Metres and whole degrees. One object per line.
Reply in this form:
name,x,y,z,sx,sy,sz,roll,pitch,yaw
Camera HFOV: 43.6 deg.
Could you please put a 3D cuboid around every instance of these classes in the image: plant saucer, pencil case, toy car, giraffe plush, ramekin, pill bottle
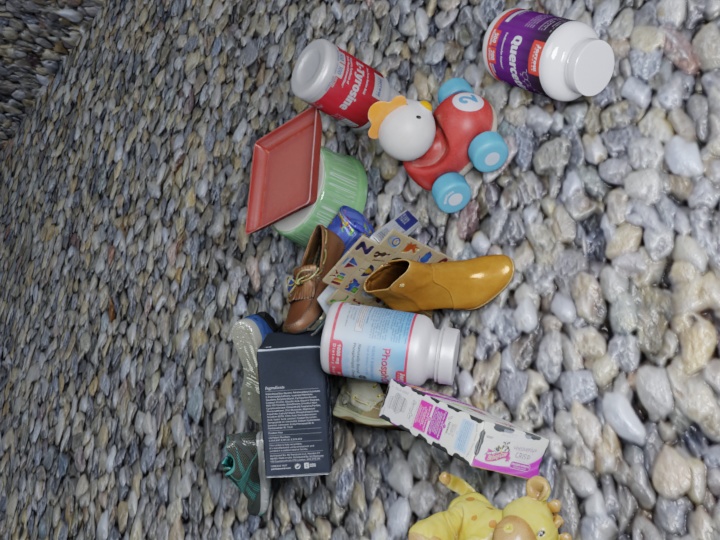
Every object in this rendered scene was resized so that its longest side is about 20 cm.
plant saucer,-0.137,-0.180,1.678,0.198,0.036,0.204,-21,58,44
pencil case,-0.055,-0.017,1.623,0.201,0.077,0.087,-55,26,17
toy car,0.103,-0.228,1.431,0.177,0.198,0.186,-47,42,25
giraffe plush,0.177,0.344,1.127,0.160,0.174,0.201,-14,28,35
ramekin,-0.086,-0.138,1.704,0.198,0.097,0.204,-26,54,42
pill bottle,0.277,-0.318,1.331,0.199,0.111,0.114,36,101,52
pill bottle,-0.019,-0.325,1.629,0.111,0.198,0.114,-25,55,42
pill bottle,0.046,0.114,1.344,0.196,0.109,0.111,8,75,12

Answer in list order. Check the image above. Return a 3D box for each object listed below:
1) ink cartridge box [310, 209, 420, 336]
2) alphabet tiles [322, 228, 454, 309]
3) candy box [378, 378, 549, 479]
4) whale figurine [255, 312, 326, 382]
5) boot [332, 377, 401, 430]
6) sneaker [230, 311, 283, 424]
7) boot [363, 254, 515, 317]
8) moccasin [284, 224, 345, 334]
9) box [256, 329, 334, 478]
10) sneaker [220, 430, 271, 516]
ink cartridge box,0.000,0.000,1.477,0.200,0.041,0.199,-49,-4,23
alphabet tiles,0.046,0.016,1.383,0.167,0.198,0.006,-47,39,25
candy box,0.137,0.215,1.226,0.199,0.135,0.062,16,86,53
whale figurine,-0.094,0.143,1.590,0.200,0.104,0.159,-46,0,-3
boot,0.033,0.169,1.426,0.198,0.071,0.158,-1,76,55
sneaker,-0.178,0.178,1.697,0.075,0.111,0.204,-9,99,28
boot,0.115,0.012,1.327,0.199,0.143,0.072,-25,58,27
moccasin,-0.084,0.013,1.498,0.073,0.078,0.204,-8,50,45
box,-0.101,0.209,1.444,0.148,0.105,0.205,-86,-8,-83
sneaker,-0.198,0.347,1.563,0.078,0.089,0.203,-93,8,-55
